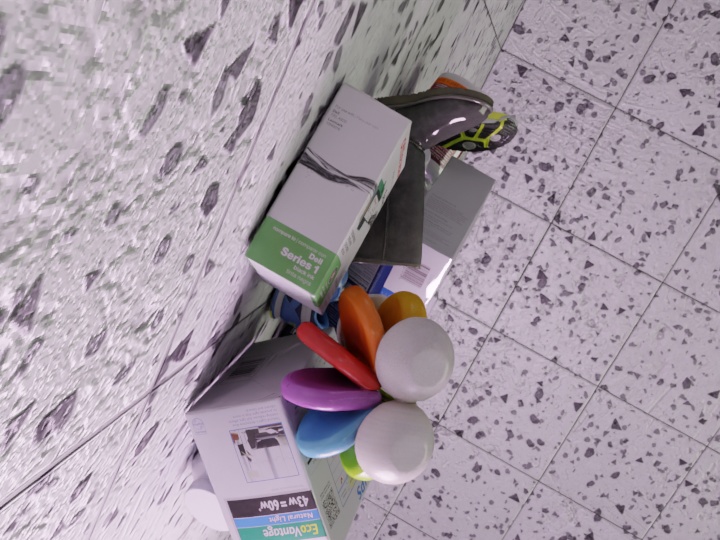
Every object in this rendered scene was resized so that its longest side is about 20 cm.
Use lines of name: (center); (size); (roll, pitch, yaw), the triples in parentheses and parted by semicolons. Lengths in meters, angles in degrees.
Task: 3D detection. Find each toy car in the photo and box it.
toy car: (-0.006, 0.113, 0.761); (0.175, 0.148, 0.203); (22, -81, 66)

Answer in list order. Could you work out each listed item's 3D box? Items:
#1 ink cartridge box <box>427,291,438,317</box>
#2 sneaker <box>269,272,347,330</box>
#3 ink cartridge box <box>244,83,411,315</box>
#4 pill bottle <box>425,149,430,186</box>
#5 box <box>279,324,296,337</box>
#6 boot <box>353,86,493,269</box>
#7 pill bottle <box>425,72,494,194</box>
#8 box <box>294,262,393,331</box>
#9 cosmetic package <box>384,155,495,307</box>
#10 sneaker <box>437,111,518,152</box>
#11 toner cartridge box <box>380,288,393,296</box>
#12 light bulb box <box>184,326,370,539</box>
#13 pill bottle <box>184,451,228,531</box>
ink cartridge box: (0.031, 0.063, 1.403); (0.147, 0.198, 0.083); (-62, 175, 7)
sneaker: (-0.045, -0.011, 0.931); (0.202, 0.082, 0.074); (-66, 172, 25)
ink cartridge box: (-0.029, -0.068, 0.770); (0.201, 0.084, 0.146); (-61, 175, -8)
pill bottle: (0.029, -0.099, 1.055); (0.109, 0.108, 0.201); (-57, 173, -45)
box: (-0.100, 0.123, 1.259); (0.162, 0.049, 0.201); (-61, 174, -27)
boot: (0.067, -0.103, 0.868); (0.072, 0.180, 0.203); (20, 74, -50)
pill bottle: (0.114, -0.199, 1.165); (0.201, 0.109, 0.110); (-54, 175, -2)
box: (-0.026, 0.004, 0.981); (0.032, 0.121, 0.202); (-3, 125, -56)
cosmetic package: (0.112, -0.058, 1.051); (0.201, 0.081, 0.113); (-57, 173, -45)
sneaker: (0.128, -0.220, 1.064); (0.076, 0.198, 0.077); (57, 43, -60)
toner cartridge box: (0.056, -0.014, 1.286); (0.201, 0.095, 0.043); (-54, 175, 36)
light bulb box: (-0.083, 0.205, 0.886); (0.198, 0.123, 0.202); (-48, 124, -66)
pill bottle: (-0.155, 0.251, 1.014); (0.200, 0.112, 0.113); (-57, 173, -49)
